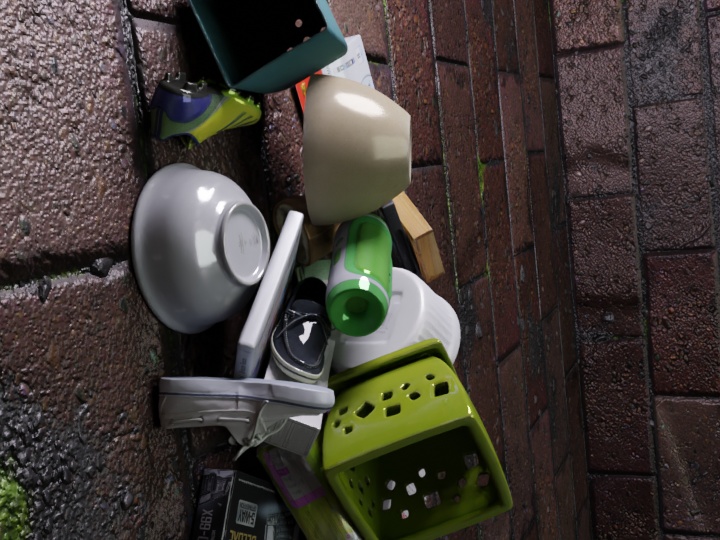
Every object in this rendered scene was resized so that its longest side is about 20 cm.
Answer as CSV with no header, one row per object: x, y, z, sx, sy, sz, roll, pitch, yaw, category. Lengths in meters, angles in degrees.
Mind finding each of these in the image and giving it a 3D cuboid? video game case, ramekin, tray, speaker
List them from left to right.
-0.118,0.056,1.025,0.183,0.023,0.202,108,-1,-54,video game case
0.000,0.000,1.107,0.201,0.087,0.089,-84,159,-58,speaker
0.036,-0.075,1.328,0.200,0.025,0.182,57,-9,54,video game case
0.038,0.094,1.209,0.098,0.198,0.203,47,46,-41,ramekin
0.068,-0.081,1.323,0.201,0.037,0.099,60,-7,45,tray

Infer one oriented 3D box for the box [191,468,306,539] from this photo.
-0.136,0.345,1.026,0.200,0.049,0.160,44,48,-56,box

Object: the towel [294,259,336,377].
-0.056,0.085,1.257,0.152,0.023,0.204,-2,87,-65,towel

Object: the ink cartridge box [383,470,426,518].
0.055,0.340,1.383,0.147,0.082,0.202,56,39,-46,ink cartridge box

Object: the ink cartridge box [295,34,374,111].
-0.030,-0.268,1.319,0.201,0.047,0.162,-58,138,-53,ink cartridge box

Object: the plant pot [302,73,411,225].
0.002,-0.161,1.113,0.200,0.132,0.204,1,90,-85,plant pot

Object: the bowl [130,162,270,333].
-0.167,-0.028,0.960,0.200,0.089,0.205,10,78,-63,bowl

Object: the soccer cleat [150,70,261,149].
-0.187,-0.187,0.992,0.085,0.064,0.200,-67,163,15,soccer cleat

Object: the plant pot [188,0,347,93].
-0.100,-0.314,1.051,0.143,0.140,0.200,64,15,3,plant pot

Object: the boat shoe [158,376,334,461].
-0.127,0.164,0.903,0.075,0.198,0.088,42,50,-83,boat shoe

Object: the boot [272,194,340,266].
-0.041,-0.038,1.238,0.177,0.066,0.200,62,27,-1,boot

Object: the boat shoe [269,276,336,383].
-0.071,0.072,1.064,0.201,0.074,0.063,-87,-157,-62,boat shoe

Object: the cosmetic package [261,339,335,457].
-0.086,0.145,1.043,0.201,0.082,0.051,-81,-165,-64,cosmetic package

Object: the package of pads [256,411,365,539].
-0.053,0.271,1.094,0.202,0.068,0.155,61,14,-13,package of pads

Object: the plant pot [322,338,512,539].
0.065,0.217,1.071,0.182,0.196,0.201,-103,170,-54,plant pot
